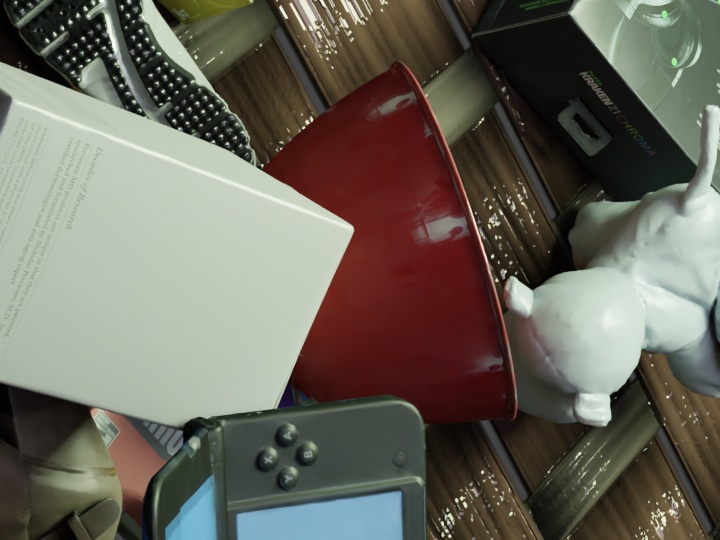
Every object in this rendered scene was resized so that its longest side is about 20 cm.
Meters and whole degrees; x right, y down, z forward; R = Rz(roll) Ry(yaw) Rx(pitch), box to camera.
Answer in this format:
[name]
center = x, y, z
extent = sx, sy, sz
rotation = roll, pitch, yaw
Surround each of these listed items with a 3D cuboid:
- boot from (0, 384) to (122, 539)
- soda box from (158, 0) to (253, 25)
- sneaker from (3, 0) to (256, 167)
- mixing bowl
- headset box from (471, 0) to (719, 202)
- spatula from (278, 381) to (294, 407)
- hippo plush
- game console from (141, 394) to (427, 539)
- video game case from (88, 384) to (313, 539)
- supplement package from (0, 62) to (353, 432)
[boot]
center = -0.206, 0.120, 0.973
extent = 0.198, 0.070, 0.148
rotation = -12, 105, -27
[soda box]
center = -0.129, -0.221, 1.062
extent = 0.200, 0.067, 0.064
rotation = 41, 61, -29
[sneaker]
center = -0.129, -0.112, 1.061
extent = 0.073, 0.080, 0.201
rotation = -32, 93, -4
[mixing bowl]
center = 0.000, 0.000, 1.069
extent = 0.107, 0.200, 0.202
rotation = -17, 98, -5
[headset box]
center = 0.187, -0.163, 1.299
extent = 0.174, 0.092, 0.201
rotation = 43, 61, -28
[spatula]
center = -0.028, 0.113, 1.064
extent = 0.056, 0.021, 0.201
rotation = 14, 42, -52
[hippo plush]
center = 0.170, 0.038, 1.218
extent = 0.161, 0.200, 0.160
rotation = -40, 89, -26
[game console]
center = -0.027, 0.170, 0.892
extent = 0.169, 0.118, 0.202
rotation = -5, 100, -23
[video game case]
center = -0.069, 0.074, 1.116
extent = 0.143, 0.017, 0.201
rotation = 51, 57, -24
[supplement package]
center = -0.126, -0.012, 0.922
extent = 0.199, 0.121, 0.121
rotation = 19, 98, -41
